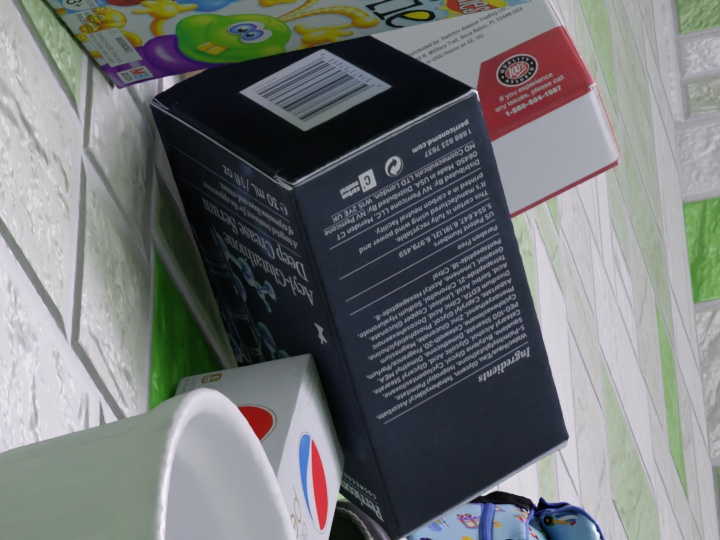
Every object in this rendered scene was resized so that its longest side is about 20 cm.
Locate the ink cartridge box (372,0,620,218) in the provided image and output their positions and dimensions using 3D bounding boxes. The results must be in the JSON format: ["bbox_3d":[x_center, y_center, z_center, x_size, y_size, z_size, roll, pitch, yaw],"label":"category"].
[{"bbox_3d":[0.035,-0.120,1.551,0.201,0.144,0.084,65,2,33],"label":"ink cartridge box"}]

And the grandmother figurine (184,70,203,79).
[{"bbox_3d":[-0.037,-0.042,1.493,0.200,0.060,0.122,55,36,-58],"label":"grandmother figurine"}]

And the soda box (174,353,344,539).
[{"bbox_3d":[-0.056,0.115,1.239,0.200,0.068,0.064,-77,153,-62],"label":"soda box"}]

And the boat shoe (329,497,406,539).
[{"bbox_3d":[0.004,0.212,1.437,0.068,0.071,0.201,14,62,-59],"label":"boat shoe"}]

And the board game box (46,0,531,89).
[{"bbox_3d":[-0.035,-0.166,1.263,0.103,0.199,0.106,53,28,-64],"label":"board game box"}]

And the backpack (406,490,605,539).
[{"bbox_3d":[0.078,0.210,1.555,0.200,0.134,0.184,72,10,-82],"label":"backpack"}]

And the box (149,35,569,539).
[{"bbox_3d":[0.000,0.000,1.361,0.148,0.107,0.201,32,-35,55],"label":"box"}]

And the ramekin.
[{"bbox_3d":[-0.083,0.150,1.016,0.200,0.097,0.202,-11,90,-78],"label":"ramekin"}]
